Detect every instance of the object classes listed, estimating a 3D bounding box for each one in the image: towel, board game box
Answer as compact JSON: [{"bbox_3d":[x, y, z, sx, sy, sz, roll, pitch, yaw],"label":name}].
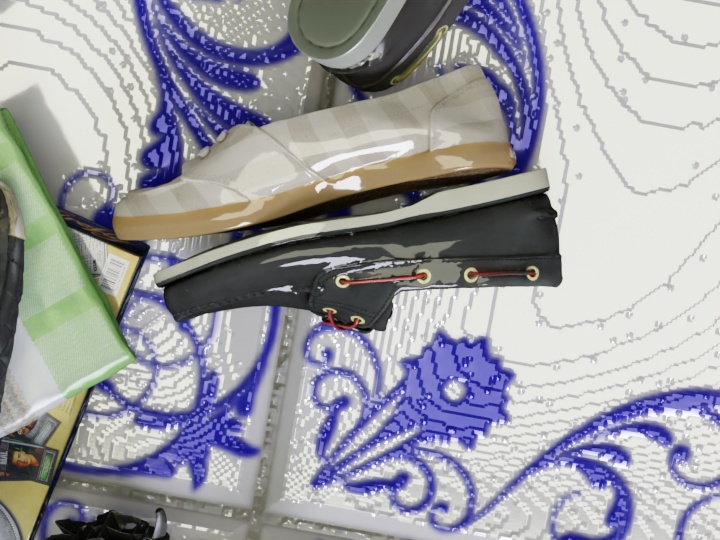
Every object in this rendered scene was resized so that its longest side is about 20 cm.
[{"bbox_3d":[-0.228,0.025,0.949,0.199,0.031,0.150,-26,100,4],"label":"towel"},{"bbox_3d":[-0.205,0.055,0.982,0.135,0.035,0.201,23,100,-3],"label":"board game box"}]

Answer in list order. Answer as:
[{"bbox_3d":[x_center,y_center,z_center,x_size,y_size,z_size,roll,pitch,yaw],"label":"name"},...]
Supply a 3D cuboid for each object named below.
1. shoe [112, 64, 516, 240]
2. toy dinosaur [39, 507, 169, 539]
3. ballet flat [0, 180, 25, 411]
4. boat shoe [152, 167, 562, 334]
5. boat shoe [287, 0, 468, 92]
[{"bbox_3d":[-0.026,-0.054,0.943,0.198,0.070,0.054,-12,89,6],"label":"shoe"},{"bbox_3d":[-0.108,0.195,0.972,0.199,0.102,0.136,-32,113,-12],"label":"toy dinosaur"},{"bbox_3d":[-0.193,0.054,0.924,0.066,0.057,0.202,14,96,24],"label":"ballet flat"},{"bbox_3d":[0.000,0.000,0.947,0.199,0.074,0.064,-11,92,-1],"label":"boat shoe"},{"bbox_3d":[0.044,-0.176,0.925,0.072,0.060,0.202,41,96,35],"label":"boat shoe"}]
